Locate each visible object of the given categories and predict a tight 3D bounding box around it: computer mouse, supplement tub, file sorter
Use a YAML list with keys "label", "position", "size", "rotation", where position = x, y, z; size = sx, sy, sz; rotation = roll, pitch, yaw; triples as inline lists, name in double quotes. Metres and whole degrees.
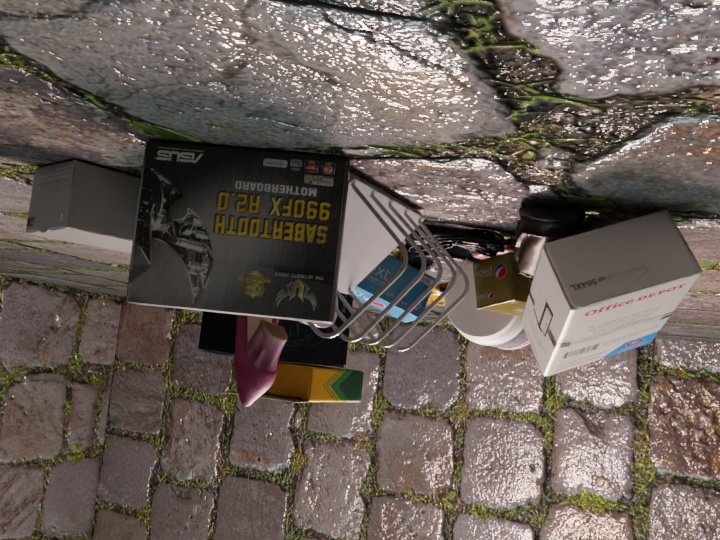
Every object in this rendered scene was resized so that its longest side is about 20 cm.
- label: "computer mouse"
  position: [0.113, -0.030, 1.139]
  size: [0.137, 0.053, 0.200]
  rotation: [5, 163, -9]
- label: "supplement tub"
  position: [0.231, 0.059, 1.370]
  size: [0.139, 0.141, 0.200]
  rotation: [3, 173, 25]
- label: "file sorter"
  position: [0.015, 0.003, 0.895]
  size: [0.125, 0.139, 0.200]
  rotation: [52, -166, 24]

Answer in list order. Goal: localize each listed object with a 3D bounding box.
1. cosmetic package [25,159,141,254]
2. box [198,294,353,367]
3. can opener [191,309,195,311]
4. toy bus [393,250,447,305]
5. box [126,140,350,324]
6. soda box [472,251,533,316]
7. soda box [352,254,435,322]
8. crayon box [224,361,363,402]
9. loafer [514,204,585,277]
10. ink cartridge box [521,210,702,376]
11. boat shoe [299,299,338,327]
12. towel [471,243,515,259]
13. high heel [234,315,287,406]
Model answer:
- label: "cosmetic package"
  position: [-0.291, -0.068, 0.993]
  size: [0.106, 0.091, 0.199]
  rotation: [-1, 168, 41]
- label: "box"
  position: [-0.119, 0.034, 1.210]
  size: [0.196, 0.202, 0.124]
  rotation: [11, 173, -37]
- label: "can opener"
  position: [-0.151, -0.022, 1.048]
  size: [0.200, 0.053, 0.067]
  rotation: [-40, -179, -44]
- label: "toy bus"
  position: [0.113, 0.016, 1.379]
  size: [0.078, 0.066, 0.200]
  rotation: [-3, 168, 14]
- label: "box"
  position: [-0.116, -0.036, 0.785]
  size: [0.198, 0.160, 0.048]
  rotation: [6, 173, 3]
- label: "soda box"
  position: [0.242, 0.026, 1.127]
  size: [0.199, 0.068, 0.064]
  rotation: [10, 161, -43]
- label: "soda box"
  position: [0.000, 0.000, 1.130]
  size: [0.199, 0.064, 0.068]
  rotation: [28, 165, -11]
- label: "crayon box"
  position: [-0.094, 0.165, 1.209]
  size: [0.125, 0.052, 0.200]
  rotation: [3, 174, 26]
- label: "loafer"
  position: [0.215, -0.028, 0.932]
  size: [0.072, 0.072, 0.200]
  rotation: [5, 174, 10]
- label: "ink cartridge box"
  position: [0.272, 0.031, 0.911]
  size: [0.145, 0.085, 0.200]
  rotation: [-16, 153, -5]
- label: "boat shoe"
  position: [-0.098, 0.025, 0.965]
  size: [0.067, 0.072, 0.200]
  rotation: [-3, 167, 30]
- label: "towel"
  position: [0.275, -0.023, 1.152]
  size: [0.143, 0.023, 0.200]
  rotation: [12, 169, -31]
- label: "high heel"
  position: [-0.136, 0.085, 1.013]
  size: [0.067, 0.096, 0.200]
  rotation: [21, -166, -27]
